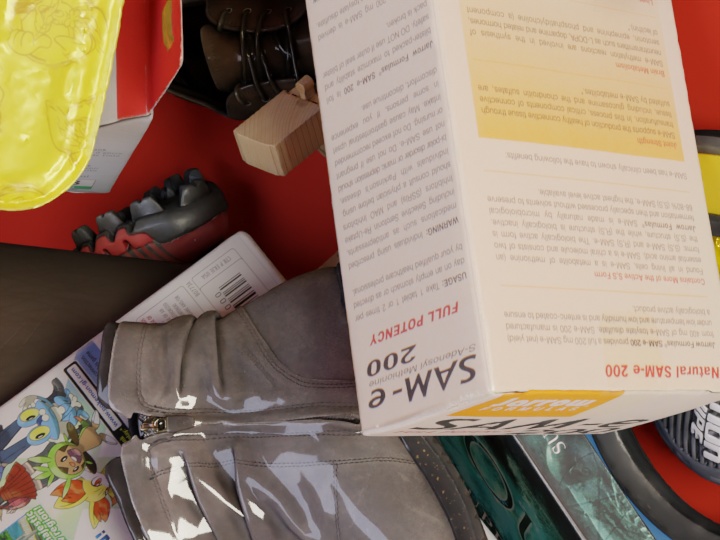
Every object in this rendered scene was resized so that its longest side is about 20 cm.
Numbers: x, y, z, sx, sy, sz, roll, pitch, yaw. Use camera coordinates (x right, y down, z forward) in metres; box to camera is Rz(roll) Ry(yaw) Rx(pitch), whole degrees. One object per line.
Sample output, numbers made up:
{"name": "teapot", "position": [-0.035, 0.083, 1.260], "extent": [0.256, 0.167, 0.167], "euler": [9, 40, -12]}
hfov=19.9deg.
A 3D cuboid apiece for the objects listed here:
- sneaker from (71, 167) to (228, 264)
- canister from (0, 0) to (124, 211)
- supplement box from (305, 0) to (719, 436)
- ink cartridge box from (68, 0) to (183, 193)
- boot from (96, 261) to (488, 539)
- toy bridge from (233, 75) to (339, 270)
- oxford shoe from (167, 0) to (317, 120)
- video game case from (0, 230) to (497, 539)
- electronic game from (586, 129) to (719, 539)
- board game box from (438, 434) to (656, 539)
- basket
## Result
{"name": "sneaker", "position": [-0.116, 0.024, 1.024], "extent": [0.200, 0.071, 0.098], "euler": [-36, 86, 44]}
{"name": "canister", "position": [-0.179, -0.120, 0.879], "extent": [0.200, 0.086, 0.150], "euler": [29, 110, 58]}
{"name": "supplement box", "position": [0.054, -0.045, 0.737], "extent": [0.073, 0.125, 0.202], "euler": [-22, 70, 47]}
{"name": "ink cartridge box", "position": [-0.115, -0.134, 0.879], "extent": [0.200, 0.050, 0.163], "euler": [139, 130, -72]}
{"name": "boot", "position": [-0.021, 0.099, 0.791], "extent": [0.070, 0.131, 0.201], "euler": [71, 180, -69]}
{"name": "toy bridge", "position": [0.000, 0.000, 0.885], "extent": [0.027, 0.067, 0.201], "euler": [23, 142, 39]}
{"name": "oxford shoe", "position": [-0.020, -0.089, 0.868], "extent": [0.199, 0.084, 0.073], "euler": [0, 104, 45]}
{"name": "video game case", "position": [-0.058, 0.112, 0.823], "extent": [0.200, 0.182, 0.022], "euler": [50, 166, 14]}
{"name": "electronic game", "position": [0.141, 0.045, 0.783], "extent": [0.199, 0.041, 0.202], "euler": [19, 118, 40]}
{"name": "board game box", "position": [0.087, 0.117, 0.833], "extent": [0.201, 0.028, 0.135], "euler": [56, 165, 15]}
{"name": "basket", "position": [-0.144, 0.059, 0.916], "extent": [0.137, 0.198, 0.181], "euler": [92, 177, -51]}
